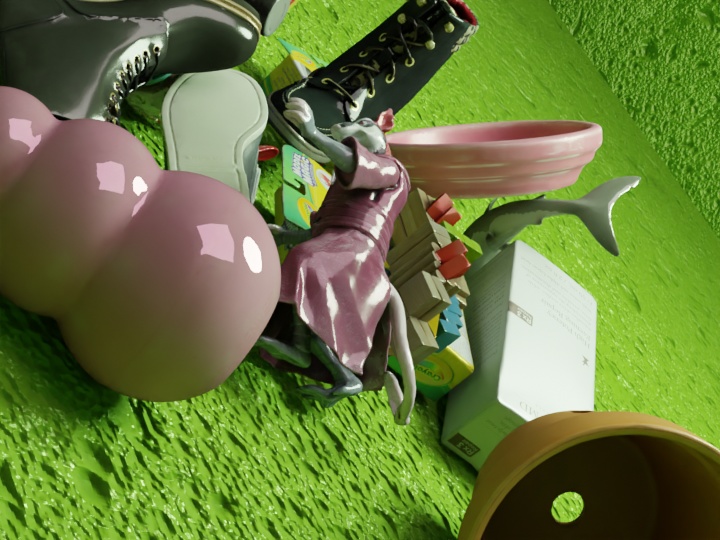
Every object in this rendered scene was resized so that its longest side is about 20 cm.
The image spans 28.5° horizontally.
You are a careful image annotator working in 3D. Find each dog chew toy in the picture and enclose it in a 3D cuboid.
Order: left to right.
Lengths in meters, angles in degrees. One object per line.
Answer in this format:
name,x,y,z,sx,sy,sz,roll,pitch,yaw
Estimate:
dog chew toy,-0.140,-0.021,0.739,0.200,0.125,0.125,37,21,-12

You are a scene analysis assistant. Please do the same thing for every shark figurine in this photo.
shark figurine,0.131,-0.039,1.241,0.128,0.214,0.090,35,43,-15

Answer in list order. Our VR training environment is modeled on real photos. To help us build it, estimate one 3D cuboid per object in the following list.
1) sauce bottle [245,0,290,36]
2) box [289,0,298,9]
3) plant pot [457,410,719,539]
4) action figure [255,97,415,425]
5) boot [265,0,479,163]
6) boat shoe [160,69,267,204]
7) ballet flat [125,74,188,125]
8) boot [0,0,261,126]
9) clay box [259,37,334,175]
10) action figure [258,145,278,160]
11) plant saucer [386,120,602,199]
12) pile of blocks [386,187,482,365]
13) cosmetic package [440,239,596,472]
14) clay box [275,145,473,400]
sauce bottle,-0.148,-0.256,1.150,0.199,0.065,0.065,32,17,8
box,-0.144,-0.295,1.313,0.200,0.075,0.050,31,27,-46
plant pot,0.150,0.176,0.926,0.200,0.200,0.140,45,3,-13
action figure,-0.002,-0.021,0.926,0.148,0.134,0.201,20,66,0
boot,0.010,-0.167,1.158,0.074,0.154,0.203,49,21,6
boat shoe,-0.103,-0.067,0.960,0.072,0.062,0.201,7,40,-9
ballet flat,-0.177,-0.186,1.064,0.064,0.075,0.201,78,-10,-59
boot,-0.149,-0.121,0.917,0.199,0.078,0.139,-2,50,-24
clay box,-0.017,-0.117,1.295,0.115,0.048,0.201,20,34,-51
action figure,-0.126,-0.150,1.092,0.051,0.066,0.201,-12,61,-38
plant saucer,0.111,-0.097,1.238,0.200,0.199,0.051,-34,121,-71
pile of blocks,0.062,0.003,1.038,0.082,0.062,0.200,43,25,-19
cosmetic package,0.132,0.078,1.143,0.101,0.074,0.200,35,35,-18
clay box,0.000,0.000,1.088,0.200,0.048,0.115,39,23,-25
